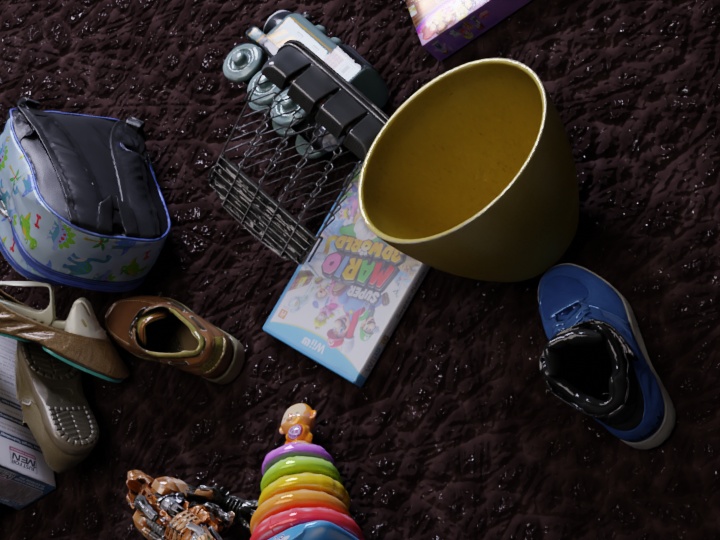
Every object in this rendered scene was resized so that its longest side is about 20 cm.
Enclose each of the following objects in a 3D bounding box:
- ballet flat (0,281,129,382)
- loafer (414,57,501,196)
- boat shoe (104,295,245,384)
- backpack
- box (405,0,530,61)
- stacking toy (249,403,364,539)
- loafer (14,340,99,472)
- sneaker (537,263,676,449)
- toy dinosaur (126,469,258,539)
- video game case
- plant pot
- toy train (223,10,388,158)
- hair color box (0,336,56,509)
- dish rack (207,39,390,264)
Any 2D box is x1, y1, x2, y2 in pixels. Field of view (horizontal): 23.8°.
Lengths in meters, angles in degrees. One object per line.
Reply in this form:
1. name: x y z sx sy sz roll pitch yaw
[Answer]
1. ballet flat: -0.331 0.053 1.815 0.200 0.068 0.073 22 97 0
2. loafer: 0.078 -0.128 1.652 0.070 0.068 0.201 30 79 39
3. boat shoe: -0.207 0.060 1.784 0.200 0.068 0.072 13 78 41
4. backpack: -0.306 -0.064 1.851 0.147 0.183 0.200 -58 43 31
5. box: 0.133 -0.322 1.735 0.200 0.039 0.137 -33 53 20
6. stacking toy: -0.054 0.203 1.592 0.116 0.110 0.200 -30 43 25
7. loafer: -0.337 0.137 1.836 0.068 0.076 0.200 -59 35 28
8. sneaker: 0.191 0.056 1.459 0.077 0.111 0.200 -36 51 17
9. toy dinosaur: -0.167 0.231 1.618 0.102 0.136 0.200 -46 39 15
10. video game case: 0.000 0.000 1.692 0.143 0.018 0.200 27 86 41
11. plant pot: 0.118 -0.069 1.543 0.200 0.142 0.200 -25 42 25
12. toy train: -0.059 -0.200 1.788 0.114 0.085 0.200 -42 47 -3
13. hair color box: -0.398 0.151 1.861 0.060 0.100 0.200 -32 52 21
14. dish rack: -0.065 -0.108 1.686 0.153 0.055 0.200 42 132 12
